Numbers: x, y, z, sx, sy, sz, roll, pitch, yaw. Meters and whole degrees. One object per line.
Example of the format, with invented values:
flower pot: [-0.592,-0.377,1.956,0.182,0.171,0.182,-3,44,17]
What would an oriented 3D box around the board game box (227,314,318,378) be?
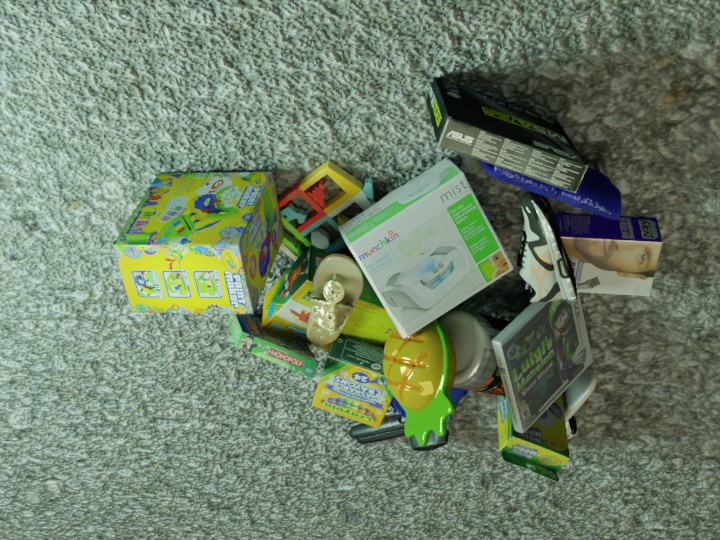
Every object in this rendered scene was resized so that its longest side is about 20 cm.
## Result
board game box: [-0.147,0.116,1.675,0.133,0.200,0.030,24,94,-14]

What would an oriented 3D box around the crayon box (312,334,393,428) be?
crayon box: [-0.007,0.194,1.707,0.124,0.052,0.201,18,144,0]

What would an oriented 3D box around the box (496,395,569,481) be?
box: [0.291,0.257,1.735,0.116,0.202,0.049,22,130,-14]

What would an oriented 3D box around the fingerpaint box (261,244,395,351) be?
fingerpaint box: [-0.036,0.058,1.649,0.197,0.074,0.167,20,141,-23]

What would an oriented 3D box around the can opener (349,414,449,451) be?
can opener: [0.068,0.289,1.879,0.197,0.080,0.064,-9,138,25]

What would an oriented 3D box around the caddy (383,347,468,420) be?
caddy: [0.107,0.167,1.745,0.139,0.106,0.202,5,135,32]

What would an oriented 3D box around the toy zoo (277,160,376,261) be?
toy zoo: [-0.056,-0.089,1.595,0.199,0.021,0.131,-33,120,29]

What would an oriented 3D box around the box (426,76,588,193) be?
box: [0.190,-0.186,1.372,0.197,0.194,0.048,18,112,-9]

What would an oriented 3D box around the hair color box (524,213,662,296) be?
hair color box: [0.356,-0.025,1.581,0.196,0.065,0.111,2,130,2]

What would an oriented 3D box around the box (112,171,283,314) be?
box: [-0.233,-0.045,1.516,0.189,0.201,0.124,0,125,12]

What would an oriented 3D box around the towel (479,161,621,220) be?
towel: [0.268,-0.138,1.447,0.197,0.148,0.050,18,106,-9]

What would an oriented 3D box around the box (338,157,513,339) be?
box: [0.096,-0.035,1.519,0.198,0.097,0.178,-31,114,0]

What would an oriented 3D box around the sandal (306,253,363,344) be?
sandal: [-0.042,0.068,1.538,0.076,0.071,0.213,8,143,-8]

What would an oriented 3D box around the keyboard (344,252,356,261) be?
keyboard: [0.000,0.000,1.662,0.198,0.040,0.104,-21,138,28]

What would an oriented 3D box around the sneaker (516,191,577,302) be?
sneaker: [0.261,-0.026,1.504,0.079,0.074,0.202,-12,124,18]

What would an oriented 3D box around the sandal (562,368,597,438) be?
sandal: [0.367,0.260,1.811,0.059,0.080,0.207,27,126,-14]

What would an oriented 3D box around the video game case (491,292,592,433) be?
video game case: [0.296,0.130,1.635,0.023,0.199,0.184,17,135,46]

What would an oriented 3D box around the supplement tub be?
supplement tub: [0.212,0.138,1.660,0.198,0.124,0.122,15,137,-44]

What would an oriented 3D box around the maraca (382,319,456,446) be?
maraca: [0.093,0.162,1.552,0.105,0.203,0.137,9,148,-32]
